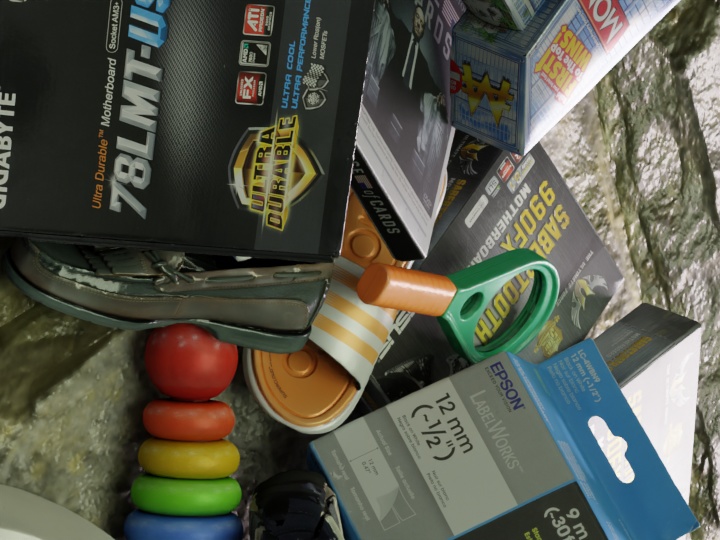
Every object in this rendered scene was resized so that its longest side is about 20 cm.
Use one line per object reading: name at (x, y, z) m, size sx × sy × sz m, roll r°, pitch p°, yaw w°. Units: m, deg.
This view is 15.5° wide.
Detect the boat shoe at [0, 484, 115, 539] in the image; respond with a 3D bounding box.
boat shoe at (-0.208, 0.160, 1.434) m, size 0.200 × 0.072 × 0.069 m, roll 14°, pitch 109°, yaw -52°

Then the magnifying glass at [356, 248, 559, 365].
magnifying glass at (0.060, 0.018, 1.590) m, size 0.200 × 0.022 × 0.080 m, roll 12°, pitch 112°, yaw -56°

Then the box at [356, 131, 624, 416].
box at (0.071, 0.025, 1.689) m, size 0.200 × 0.048 × 0.159 m, roll -53°, pitch 130°, yaw -22°

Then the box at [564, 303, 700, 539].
box at (0.159, 0.145, 1.751) m, size 0.158 × 0.048 × 0.201 m, roll -32°, pitch 133°, yaw -43°

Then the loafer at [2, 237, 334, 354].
loafer at (-0.104, -0.005, 1.475) m, size 0.199 × 0.072 × 0.063 m, roll 12°, pitch 120°, yaw -37°

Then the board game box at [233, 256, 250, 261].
board game box at (-0.091, -0.120, 1.438) m, size 0.034 × 0.134 × 0.201 m, roll -17°, pitch 114°, yaw -12°

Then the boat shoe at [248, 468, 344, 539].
boat shoe at (-0.029, 0.224, 1.528) m, size 0.074 × 0.093 × 0.201 m, roll -12°, pitch 107°, yaw 1°

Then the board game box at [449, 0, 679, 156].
board game box at (0.113, -0.181, 1.564) m, size 0.200 × 0.062 × 0.200 m, roll -54°, pitch 142°, yaw -14°

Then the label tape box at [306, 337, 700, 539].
label tape box at (0.086, 0.130, 1.584) m, size 0.199 × 0.144 × 0.066 m, roll -25°, pitch 160°, yaw -9°

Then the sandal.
sandal at (-0.007, -0.004, 1.579) m, size 0.059 × 0.079 × 0.207 m, roll 108°, pitch 7°, yaw -68°

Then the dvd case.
dvd case at (0.021, -0.130, 1.559) m, size 0.150 × 0.025 × 0.201 m, roll 57°, pitch 38°, yaw -47°

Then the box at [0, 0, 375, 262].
box at (-0.097, -0.109, 1.342) m, size 0.197 × 0.050 × 0.201 m, roll 4°, pitch 110°, yaw -13°

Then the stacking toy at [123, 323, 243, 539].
stacking toy at (-0.101, 0.124, 1.529) m, size 0.085 × 0.085 × 0.201 m, roll 1°, pitch 91°, yaw -45°
